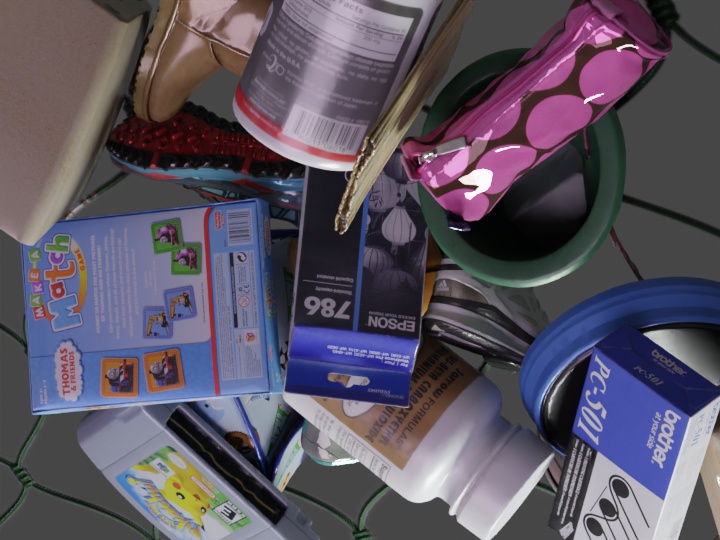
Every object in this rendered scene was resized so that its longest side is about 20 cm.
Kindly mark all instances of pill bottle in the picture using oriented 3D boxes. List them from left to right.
[{"bbox_3d":[-0.007,-0.182,1.600,0.114,0.114,0.200,26,115,5],"label":"pill bottle"},{"bbox_3d":[0.047,0.115,1.752,0.200,0.114,0.115,38,138,11],"label":"pill bottle"}]

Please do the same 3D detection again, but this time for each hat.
[{"bbox_3d":[0.152,-0.062,1.726,0.165,0.176,0.201,0,89,25],"label":"hat"}]

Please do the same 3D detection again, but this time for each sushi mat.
[{"bbox_3d":[0.034,-0.118,1.607,0.012,0.200,0.096,27,138,5],"label":"sushi mat"}]

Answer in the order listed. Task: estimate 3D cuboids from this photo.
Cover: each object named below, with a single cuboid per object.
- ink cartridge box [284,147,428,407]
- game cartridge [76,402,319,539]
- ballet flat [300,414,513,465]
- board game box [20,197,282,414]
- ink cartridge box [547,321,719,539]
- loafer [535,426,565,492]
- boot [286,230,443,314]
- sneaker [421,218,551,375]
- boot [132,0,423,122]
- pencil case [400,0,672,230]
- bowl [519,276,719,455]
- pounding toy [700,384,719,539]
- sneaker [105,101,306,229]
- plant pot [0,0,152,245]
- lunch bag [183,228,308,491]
[{"bbox_3d":[0.000,0.000,1.706,0.099,0.201,0.039,6,158,-5],"label":"ink cartridge box"},{"bbox_3d":[-0.139,0.177,1.850,0.200,0.041,0.133,43,147,-10],"label":"game cartridge"},{"bbox_3d":[0.045,0.120,1.860,0.067,0.199,0.064,38,126,54],"label":"ballet flat"},{"bbox_3d":[-0.165,0.029,1.757,0.199,0.037,0.152,-5,85,14],"label":"board game box"},{"bbox_3d":[0.203,0.143,1.682,0.094,0.044,0.200,37,139,27],"label":"ink cartridge box"},{"bbox_3d":[0.207,0.180,1.818,0.072,0.200,0.063,-8,141,-25],"label":"loafer"},{"bbox_3d":[0.040,0.034,1.838,0.144,0.071,0.202,-10,128,27],"label":"boot"},{"bbox_3d":[0.129,0.018,1.772,0.075,0.116,0.200,7,167,38],"label":"sneaker"},{"bbox_3d":[-0.069,-0.146,1.736,0.199,0.066,0.175,25,137,4],"label":"boot"},{"bbox_3d":[0.121,-0.121,1.588,0.200,0.091,0.094,-43,145,18],"label":"pencil case"},{"bbox_3d":[0.224,0.084,1.736,0.200,0.039,0.201,-7,140,-6],"label":"bowl"},{"bbox_3d":[0.333,0.159,1.713,0.142,0.184,0.200,40,156,53],"label":"pounding toy"},{"bbox_3d":[-0.114,-0.072,1.817,0.199,0.079,0.096,12,137,20],"label":"sneaker"},{"bbox_3d":[-0.268,-0.163,1.723,0.200,0.200,0.177,35,102,-4],"label":"plant pot"},{"bbox_3d":[-0.087,0.091,1.886,0.123,0.170,0.200,4,130,32],"label":"lunch bag"}]
